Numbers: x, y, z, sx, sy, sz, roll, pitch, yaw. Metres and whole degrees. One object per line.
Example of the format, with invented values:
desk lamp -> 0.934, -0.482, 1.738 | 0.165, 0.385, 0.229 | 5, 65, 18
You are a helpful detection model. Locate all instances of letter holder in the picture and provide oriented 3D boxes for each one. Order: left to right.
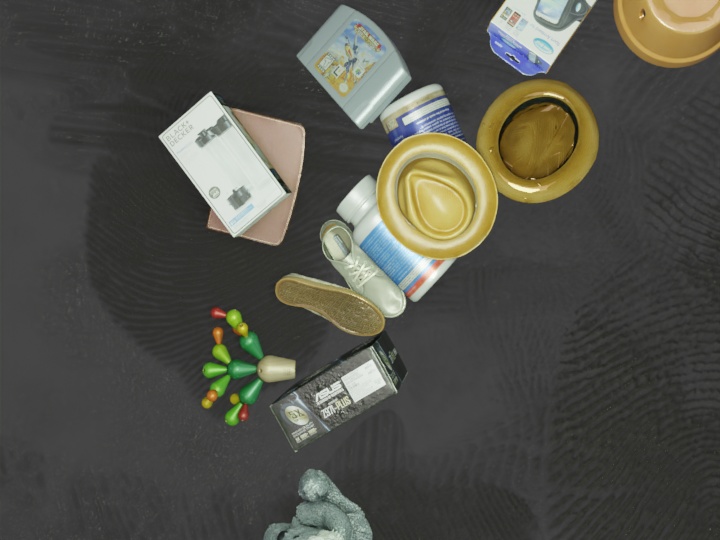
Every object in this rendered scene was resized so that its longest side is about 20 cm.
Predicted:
letter holder -> -0.162, -0.155, 1.616 | 0.139, 0.101, 0.205 | 13, 97, 6

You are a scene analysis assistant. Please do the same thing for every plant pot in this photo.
plant pot -> 0.490, -0.421, 1.467 | 0.195, 0.140, 0.205 | 1, 94, 10

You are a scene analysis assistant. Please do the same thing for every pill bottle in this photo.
pill bottle -> 0.057, -0.057, 1.581 | 0.200, 0.112, 0.112 | 45, 100, 2
pill bottle -> 0.120, -0.186, 1.558 | 0.114, 0.116, 0.203 | -25, 90, 10

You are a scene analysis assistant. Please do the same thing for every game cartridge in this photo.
game cartridge -> -0.009, -0.339, 1.564 | 0.134, 0.041, 0.201 | -48, 58, 14

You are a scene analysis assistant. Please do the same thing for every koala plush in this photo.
koala plush -> -0.072, 0.465, 1.600 | 0.182, 0.200, 0.179 | 34, 99, 5

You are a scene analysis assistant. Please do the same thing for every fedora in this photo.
fedora -> 0.115, -0.108, 1.468 | 0.196, 0.082, 0.206 | 1, 102, 5
fedora -> 0.279, -0.199, 1.532 | 0.196, 0.082, 0.206 | -1, 80, 7

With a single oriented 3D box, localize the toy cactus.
toy cactus -> -0.192, 0.166, 1.658 | 0.161, 0.102, 0.205 | 0, 86, -1

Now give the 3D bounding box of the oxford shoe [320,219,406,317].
oxford shoe -> 0.000, 0.000, 1.623 | 0.075, 0.058, 0.201 | -40, 89, 7

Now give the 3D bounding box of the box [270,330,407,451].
box -> -0.031, 0.195, 1.590 | 0.198, 0.164, 0.087 | -31, 89, 11

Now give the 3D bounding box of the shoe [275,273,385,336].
shoe -> -0.047, 0.051, 1.637 | 0.196, 0.053, 0.071 | 22, 108, 6

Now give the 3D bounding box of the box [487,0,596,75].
box -> 0.289, -0.408, 1.519 | 0.118, 0.042, 0.202 | 35, 77, 4

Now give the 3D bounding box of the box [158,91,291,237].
box -> -0.215, -0.168, 1.540 | 0.116, 0.060, 0.202 | -36, 91, 8
